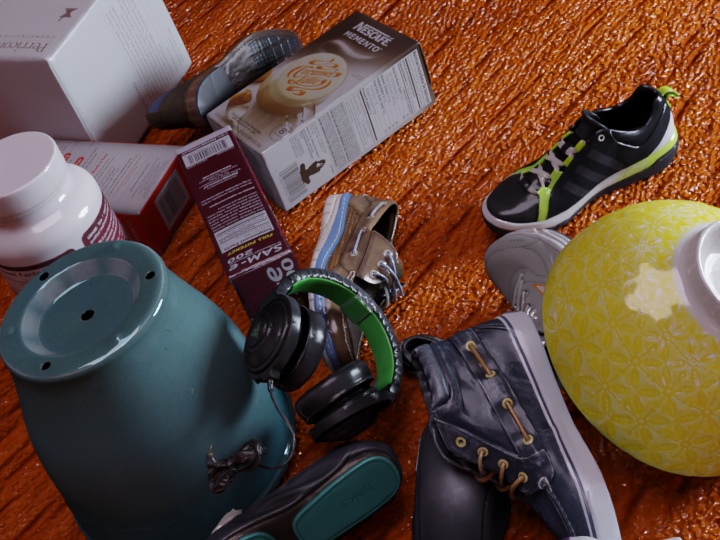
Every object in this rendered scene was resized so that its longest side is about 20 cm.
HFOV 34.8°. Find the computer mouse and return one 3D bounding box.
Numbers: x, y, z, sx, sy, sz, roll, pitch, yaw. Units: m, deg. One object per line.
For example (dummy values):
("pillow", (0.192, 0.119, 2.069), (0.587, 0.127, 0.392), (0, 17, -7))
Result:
("computer mouse", (0.056, 0.120, 0.867), (0.139, 0.046, 0.201), (4, 49, 24))

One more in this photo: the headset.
("headset", (-0.044, 0.084, 0.851), (0.094, 0.123, 0.200), (-41, 8, 37))

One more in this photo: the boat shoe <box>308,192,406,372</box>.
("boat shoe", (0.000, 0.000, 0.989), (0.072, 0.073, 0.201), (-8, 45, 12))

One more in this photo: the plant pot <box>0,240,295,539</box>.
("plant pot", (-0.175, 0.087, 0.882), (0.198, 0.189, 0.201), (-13, 43, 13))

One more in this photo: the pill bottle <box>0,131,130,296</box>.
("pill bottle", (-0.265, -0.020, 1.020), (0.112, 0.201, 0.114), (-11, 44, 11))

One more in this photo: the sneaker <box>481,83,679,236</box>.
("sneaker", (0.189, -0.105, 1.008), (0.199, 0.083, 0.072), (-29, 43, -7))

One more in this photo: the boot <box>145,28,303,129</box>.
("boot", (-0.146, -0.207, 1.245), (0.096, 0.075, 0.200), (-5, 24, 38))

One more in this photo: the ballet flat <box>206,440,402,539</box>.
("ballet flat", (-0.058, 0.189, 0.836), (0.199, 0.073, 0.073), (-36, 45, -7))

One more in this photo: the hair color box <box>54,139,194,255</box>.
("hair color box", (-0.275, -0.079, 1.183), (0.198, 0.062, 0.102), (6, 50, 25))

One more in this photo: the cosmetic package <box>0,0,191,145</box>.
("cosmetic package", (-0.324, -0.232, 1.278), (0.166, 0.167, 0.201), (5, 50, 25))

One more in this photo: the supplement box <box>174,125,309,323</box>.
("supplement box", (-0.101, -0.029, 1.030), (0.060, 0.109, 0.201), (-24, 44, -4))

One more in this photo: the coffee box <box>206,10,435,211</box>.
("coffee box", (-0.038, -0.164, 1.159), (0.199, 0.080, 0.114), (-38, 45, -16))

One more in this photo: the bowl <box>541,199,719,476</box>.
("bowl", (0.235, 0.026, 0.776), (0.198, 0.108, 0.202), (9, 59, -15))

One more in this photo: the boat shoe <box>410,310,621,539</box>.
("boat shoe", (0.104, 0.130, 0.786), (0.090, 0.071, 0.202), (-17, 64, -8))

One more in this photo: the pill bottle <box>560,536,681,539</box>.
("pill bottle", (0.107, 0.225, 0.691), (0.198, 0.113, 0.113), (-17, 43, 9))

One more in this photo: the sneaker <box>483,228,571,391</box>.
("sneaker", (0.147, 0.036, 0.877), (0.091, 0.076, 0.200), (-20, 39, -26))
